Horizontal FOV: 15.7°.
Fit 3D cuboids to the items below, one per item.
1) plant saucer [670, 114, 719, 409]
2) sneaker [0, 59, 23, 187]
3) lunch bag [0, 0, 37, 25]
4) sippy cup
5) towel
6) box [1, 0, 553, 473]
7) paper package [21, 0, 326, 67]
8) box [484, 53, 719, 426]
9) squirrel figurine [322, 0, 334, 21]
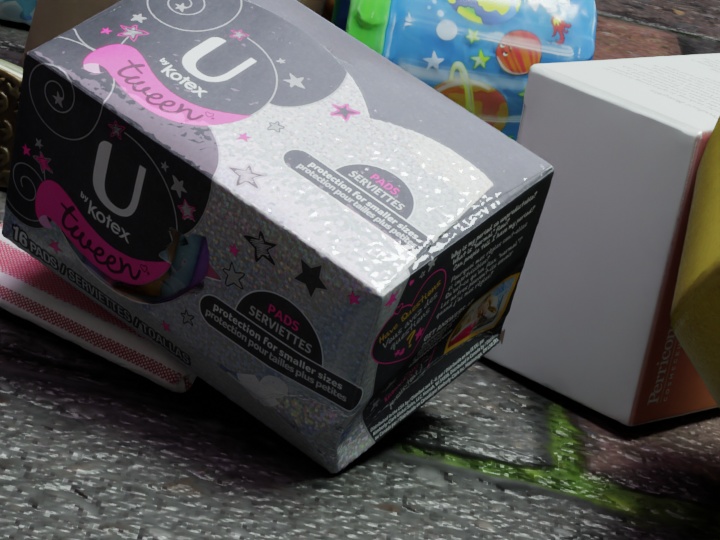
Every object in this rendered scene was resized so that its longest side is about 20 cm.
[{"bbox_3d":[0.195,0.034,1.143,0.048,0.200,0.200,-24,21,25],"label":"plant saucer"},{"bbox_3d":[-0.218,-0.101,1.404,0.200,0.067,0.090,16,24,17],"label":"sneaker"},{"bbox_3d":[-0.163,-0.251,1.674,0.170,0.200,0.127,14,18,1],"label":"lunch bag"},{"bbox_3d":[0.052,-0.119,1.351,0.130,0.178,0.140,9,4,-6],"label":"sippy cup"},{"bbox_3d":[-0.080,-0.013,1.245,0.146,0.030,0.200,23,40,30],"label":"towel"},{"bbox_3d":[-0.040,-0.031,1.146,0.200,0.115,0.132,34,45,21],"label":"box"},{"bbox_3d":[-0.102,-0.153,1.443,0.103,0.191,0.200,11,20,-24],"label":"paper package"},{"bbox_3d":[0.169,-0.021,1.305,0.106,0.152,0.200,26,23,37],"label":"box"},{"bbox_3d":[0.010,-0.165,1.660,0.187,0.200,0.142,-14,44,34],"label":"squirrel figurine"}]
